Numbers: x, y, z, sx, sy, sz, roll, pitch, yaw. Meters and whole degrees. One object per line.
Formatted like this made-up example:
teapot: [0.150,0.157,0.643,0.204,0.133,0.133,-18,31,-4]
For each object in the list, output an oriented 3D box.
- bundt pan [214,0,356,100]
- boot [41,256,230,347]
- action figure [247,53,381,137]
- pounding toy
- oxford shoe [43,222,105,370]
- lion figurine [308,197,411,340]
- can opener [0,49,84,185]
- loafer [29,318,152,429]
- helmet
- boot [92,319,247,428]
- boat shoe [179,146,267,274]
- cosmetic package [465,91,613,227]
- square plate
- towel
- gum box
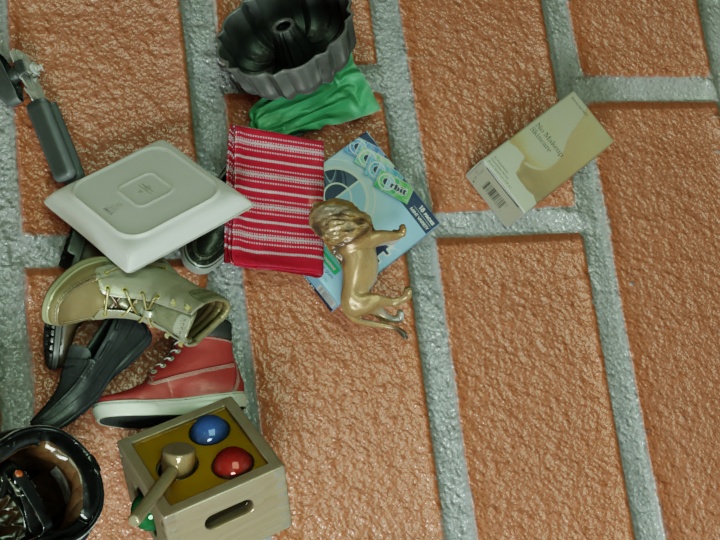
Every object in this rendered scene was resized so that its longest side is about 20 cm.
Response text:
bundt pan: [-0.095,-0.312,1.771,0.201,0.076,0.202,-11,49,13]
boot: [-0.271,0.044,1.558,0.154,0.072,0.200,30,32,25]
action figure: [-0.085,-0.229,1.801,0.200,0.055,0.118,-31,87,-16]
pounding toy: [-0.203,0.255,1.525,0.200,0.142,0.184,-20,37,-22]
oxford shoe: [-0.351,0.035,1.629,0.084,0.073,0.200,20,72,-20]
lion figurine: [0.000,0.000,1.704,0.122,0.072,0.201,-7,87,-16]
can opener: [-0.427,-0.202,1.692,0.066,0.053,0.200,-29,82,12]
loafer: [-0.342,0.123,1.581,0.070,0.068,0.201,52,55,-18]
helmet: [-0.411,0.281,1.472,0.200,0.191,0.200,34,38,-32]
boot: [-0.253,0.122,1.638,0.200,0.072,0.145,-6,74,-26]
boat shoe: [-0.183,-0.090,1.722,0.071,0.064,0.200,27,68,-9]
cosmetic package: [0.265,-0.165,1.884,0.200,0.071,0.105,-39,88,-23]
square plate: [-0.274,-0.094,1.644,0.198,0.028,0.200,-31,49,-31]
towel: [-0.112,-0.092,1.708,0.144,0.022,0.201,9,71,-27]
gum box: [-0.016,-0.070,1.781,0.200,0.045,0.170,-38,88,-24]
